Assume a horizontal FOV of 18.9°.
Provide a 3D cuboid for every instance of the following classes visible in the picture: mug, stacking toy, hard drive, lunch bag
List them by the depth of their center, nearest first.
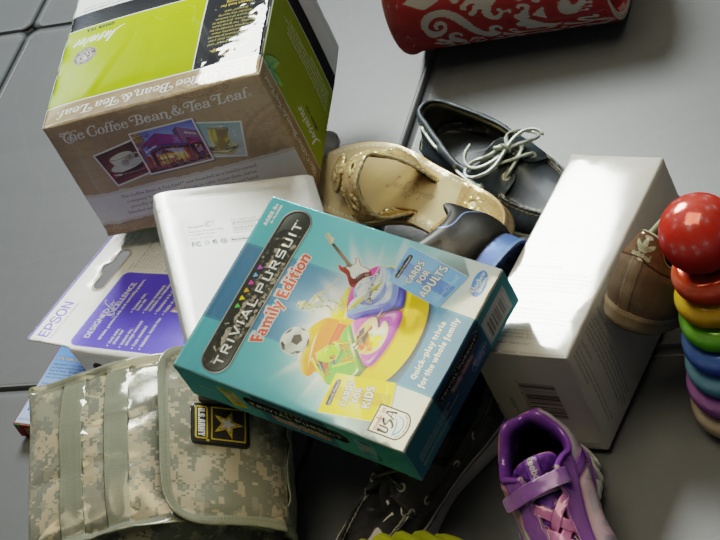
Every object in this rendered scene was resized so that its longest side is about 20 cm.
[{"bbox_3d":[0.244,0.027,1.466,0.085,0.200,0.086,-15,43,14],"label":"stacking toy"},{"bbox_3d":[-0.143,0.150,1.625,0.199,0.118,0.165,-16,50,13],"label":"lunch bag"},{"bbox_3d":[-0.078,0.010,1.661,0.131,0.026,0.201,-7,48,-12],"label":"hard drive"},{"bbox_3d":[0.135,-0.282,1.915,0.199,0.134,0.178,-3,48,23],"label":"mug"}]

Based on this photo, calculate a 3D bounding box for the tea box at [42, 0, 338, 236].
[{"bbox_3d":[-0.139,-0.158,1.834,0.199,0.134,0.197,-12,41,19],"label":"tea box"}]

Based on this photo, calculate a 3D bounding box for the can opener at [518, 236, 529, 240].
[{"bbox_3d":[0.074,0.054,1.633,0.053,0.067,0.200,37,82,31],"label":"can opener"}]

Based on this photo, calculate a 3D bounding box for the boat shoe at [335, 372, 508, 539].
[{"bbox_3d":[0.041,0.146,1.565,0.200,0.066,0.070,-45,43,-19],"label":"boat shoe"}]

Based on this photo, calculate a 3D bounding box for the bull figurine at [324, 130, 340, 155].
[{"bbox_3d":[-0.118,-0.108,1.928,0.199,0.065,0.122,-19,37,8],"label":"bull figurine"}]

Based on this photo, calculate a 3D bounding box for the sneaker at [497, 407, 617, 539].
[{"bbox_3d":[0.134,0.171,1.468,0.080,0.089,0.201,-22,41,6],"label":"sneaker"}]

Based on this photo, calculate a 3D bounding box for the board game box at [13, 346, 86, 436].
[{"bbox_3d":[-0.183,0.101,1.779,0.199,0.019,0.103,4,51,32],"label":"board game box"}]

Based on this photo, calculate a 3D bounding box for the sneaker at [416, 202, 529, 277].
[{"bbox_3d":[0.037,0.036,1.590,0.078,0.070,0.200,32,69,30],"label":"sneaker"}]

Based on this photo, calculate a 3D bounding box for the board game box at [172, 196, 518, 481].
[{"bbox_3d":[-0.011,0.044,1.530,0.199,0.047,0.151,18,67,29],"label":"board game box"}]

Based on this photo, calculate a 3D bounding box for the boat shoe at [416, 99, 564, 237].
[{"bbox_3d":[0.116,-0.087,1.770,0.075,0.062,0.200,-36,41,-12],"label":"boat shoe"}]

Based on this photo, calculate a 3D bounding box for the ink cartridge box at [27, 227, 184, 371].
[{"bbox_3d":[-0.145,0.017,1.802,0.199,0.044,0.198,7,44,31],"label":"ink cartridge box"}]

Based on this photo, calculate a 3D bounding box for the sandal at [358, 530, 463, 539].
[{"bbox_3d":[-0.003,0.238,1.490,0.199,0.087,0.079,-13,15,-11],"label":"sandal"}]

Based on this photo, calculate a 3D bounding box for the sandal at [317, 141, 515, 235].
[{"bbox_3d":[0.026,-0.072,1.739,0.211,0.070,0.078,22,78,37],"label":"sandal"}]

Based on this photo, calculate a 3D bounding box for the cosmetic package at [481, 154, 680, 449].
[{"bbox_3d":[0.170,0.020,1.591,0.085,0.108,0.200,3,48,33],"label":"cosmetic package"}]

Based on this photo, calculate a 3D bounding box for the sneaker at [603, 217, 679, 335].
[{"bbox_3d":[0.250,-0.015,1.550,0.070,0.076,0.200,30,35,26],"label":"sneaker"}]
